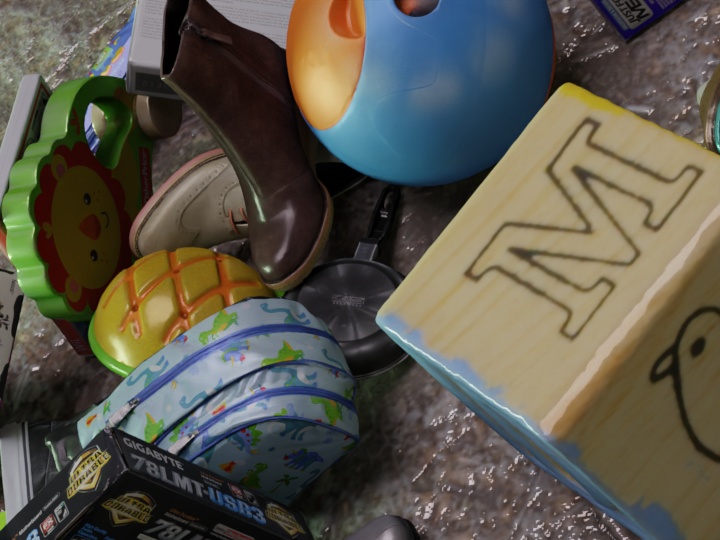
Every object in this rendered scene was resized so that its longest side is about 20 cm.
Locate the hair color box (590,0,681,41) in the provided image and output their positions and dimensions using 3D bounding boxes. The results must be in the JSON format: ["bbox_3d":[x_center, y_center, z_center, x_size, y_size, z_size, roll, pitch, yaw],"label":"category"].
[{"bbox_3d":[0.247,-0.276,1.712,0.200,0.065,0.109,-34,42,12],"label":"hair color box"}]

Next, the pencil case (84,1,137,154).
[{"bbox_3d":[-0.214,-0.144,1.991,0.200,0.078,0.087,-55,12,-9],"label":"pencil case"}]

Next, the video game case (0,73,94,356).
[{"bbox_3d":[-0.243,-0.042,1.845,0.017,0.200,0.143,-2,56,20],"label":"video game case"}]

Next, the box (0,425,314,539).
[{"bbox_3d":[-0.162,0.212,1.546,0.199,0.200,0.050,-46,47,15],"label":"box"}]

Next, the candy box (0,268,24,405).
[{"bbox_3d":[-0.333,0.101,1.840,0.200,0.061,0.136,129,154,-50],"label":"candy box"}]

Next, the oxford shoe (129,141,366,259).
[{"bbox_3d":[-0.087,-0.057,1.794,0.200,0.071,0.074,-32,46,-5],"label":"oxford shoe"}]

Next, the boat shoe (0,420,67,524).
[{"bbox_3d":[-0.229,0.194,1.737,0.071,0.072,0.200,-15,58,-2],"label":"boat shoe"}]

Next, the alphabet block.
[{"bbox_3d":[0.168,0.034,1.433,0.200,0.195,0.196,-52,42,-4],"label":"alphabet block"}]

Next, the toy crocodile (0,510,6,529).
[{"bbox_3d":[-0.290,0.270,1.746,0.067,0.062,0.200,-21,42,28],"label":"toy crocodile"}]

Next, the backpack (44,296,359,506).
[{"bbox_3d":[-0.093,0.107,1.605,0.200,0.163,0.154,-49,44,11],"label":"backpack"}]

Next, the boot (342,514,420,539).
[{"bbox_3d":[-0.063,0.217,1.527,0.200,0.132,0.070,-43,40,5],"label":"boot"}]

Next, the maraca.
[{"bbox_3d":[-0.112,0.042,1.737,0.200,0.107,0.137,8,46,21],"label":"maraca"}]

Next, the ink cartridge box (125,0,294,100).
[{"bbox_3d":[-0.083,-0.210,1.871,0.200,0.044,0.174,7,53,-3],"label":"ink cartridge box"}]

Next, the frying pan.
[{"bbox_3d":[0.013,0.008,1.699,0.115,0.031,0.190,26,58,26],"label":"frying pan"}]

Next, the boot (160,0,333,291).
[{"bbox_3d":[-0.094,-0.098,1.694,0.072,0.166,0.200,-22,49,32],"label":"boot"}]

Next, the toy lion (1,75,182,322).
[{"bbox_3d":[-0.216,-0.059,1.812,0.069,0.192,0.200,-7,82,29],"label":"toy lion"}]

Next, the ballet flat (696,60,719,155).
[{"bbox_3d":[0.273,-0.144,1.590,0.072,0.068,0.200,-16,45,58],"label":"ballet flat"}]

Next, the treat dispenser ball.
[{"bbox_3d":[0.045,-0.162,1.689,0.201,0.201,0.201,-23,46,26],"label":"treat dispenser ball"}]
